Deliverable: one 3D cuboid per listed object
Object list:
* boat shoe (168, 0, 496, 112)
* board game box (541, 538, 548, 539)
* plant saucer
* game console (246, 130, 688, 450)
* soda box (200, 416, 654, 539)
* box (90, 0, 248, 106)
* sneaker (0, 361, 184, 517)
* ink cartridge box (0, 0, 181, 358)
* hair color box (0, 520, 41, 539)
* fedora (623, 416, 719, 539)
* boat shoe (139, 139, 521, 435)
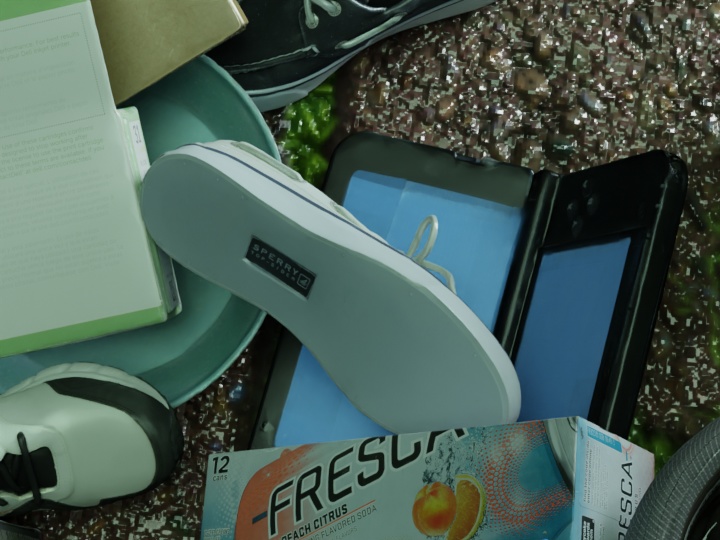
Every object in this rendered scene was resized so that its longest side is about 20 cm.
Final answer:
[{"bbox_3d":[-0.009,-0.140,0.926,0.198,0.068,0.072,-20,76,3],"label":"boat shoe"},{"bbox_3d":[0.058,0.225,0.682,0.152,0.045,0.201,-41,69,35],"label":"board game box"},{"bbox_3d":[-0.130,-0.021,0.920,0.198,0.036,0.202,-1,83,7],"label":"plant saucer"},{"bbox_3d":[0.045,0.032,0.862,0.115,0.176,0.202,19,78,-20],"label":"game console"},{"bbox_3d":[0.024,0.108,0.788,0.198,0.068,0.064,-10,66,36],"label":"soda box"},{"bbox_3d":[-0.173,-0.163,0.885,0.163,0.021,0.201,-30,97,6],"label":"box"},{"bbox_3d":[-0.179,0.093,0.865,0.198,0.080,0.074,-6,111,15],"label":"sneaker"},{"bbox_3d":[-0.176,-0.060,0.867,0.144,0.048,0.202,-12,95,7],"label":"ink cartridge box"},{"bbox_3d":[-0.253,0.164,0.857,0.198,0.111,0.065,-13,77,3],"label":"hair color box"},{"bbox_3d":[0.184,0.150,0.713,0.175,0.090,0.201,-21,70,-6],"label":"fedora"},{"bbox_3d":[-0.003,0.003,0.849,0.201,0.086,0.075,33,119,14],"label":"boat shoe"}]
